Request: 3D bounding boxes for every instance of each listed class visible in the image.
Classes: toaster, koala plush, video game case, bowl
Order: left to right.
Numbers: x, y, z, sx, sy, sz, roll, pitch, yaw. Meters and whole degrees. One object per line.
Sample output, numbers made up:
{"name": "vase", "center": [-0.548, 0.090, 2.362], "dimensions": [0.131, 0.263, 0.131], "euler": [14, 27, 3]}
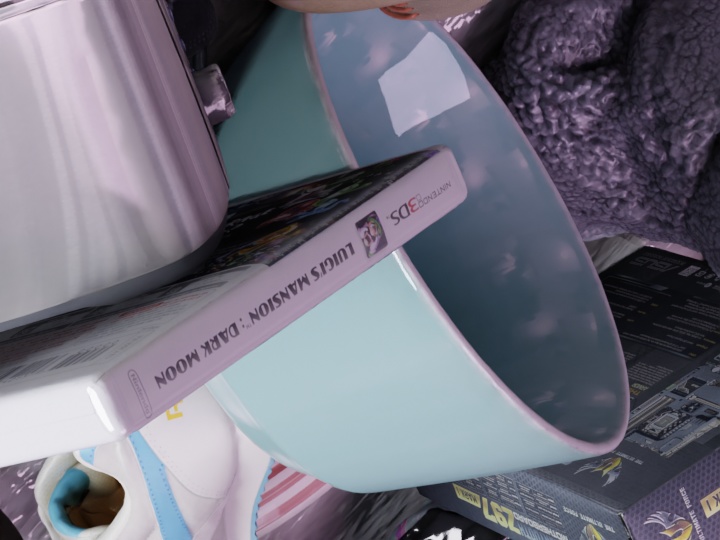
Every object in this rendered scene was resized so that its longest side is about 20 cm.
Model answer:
{"name": "toaster", "center": [-0.139, -0.052, 0.808], "dimensions": [0.200, 0.114, 0.129], "euler": [-15, 132, -4]}
{"name": "video game case", "center": [-0.091, 0.022, 0.879], "dimensions": [0.200, 0.023, 0.182], "euler": [-15, -167, 39]}
{"name": "bowl", "center": [0.000, 0.000, 1.023], "dimensions": [0.105, 0.201, 0.201], "euler": [-32, 155, 19]}
{"name": "koala plush", "center": [0.159, -0.043, 1.122], "dimensions": [0.184, 0.200, 0.177], "euler": [-36, 151, -11]}

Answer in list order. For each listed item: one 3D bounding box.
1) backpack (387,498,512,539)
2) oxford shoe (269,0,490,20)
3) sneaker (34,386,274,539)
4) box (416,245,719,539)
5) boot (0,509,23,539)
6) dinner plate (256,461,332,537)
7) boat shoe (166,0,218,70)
{"name": "backpack", "center": [0.063, 0.171, 1.355], "dimensions": [0.127, 0.167, 0.200], "euler": [-49, 163, -50]}
{"name": "oxford shoe", "center": [0.020, -0.109, 0.975], "dimensions": [0.200, 0.071, 0.074], "euler": [-23, 152, -51]}
{"name": "sneaker", "center": [-0.084, 0.099, 1.109], "dimensions": [0.081, 0.077, 0.200], "euler": [-16, 139, -19]}
{"name": "box", "center": [0.125, 0.061, 1.234], "dimensions": [0.158, 0.200, 0.051], "euler": [-31, 112, -21]}
{"name": "boot", "center": [-0.197, 0.149, 1.039], "dimensions": [0.075, 0.074, 0.200], "euler": [-45, 174, 29]}
{"name": "dinner plate", "center": [-0.044, 0.048, 1.176], "dimensions": [0.200, 0.024, 0.200], "euler": [-30, 147, -22]}
{"name": "boat shoe", "center": [-0.077, -0.092, 0.913], "dimensions": [0.075, 0.062, 0.200], "euler": [-25, 145, -26]}
